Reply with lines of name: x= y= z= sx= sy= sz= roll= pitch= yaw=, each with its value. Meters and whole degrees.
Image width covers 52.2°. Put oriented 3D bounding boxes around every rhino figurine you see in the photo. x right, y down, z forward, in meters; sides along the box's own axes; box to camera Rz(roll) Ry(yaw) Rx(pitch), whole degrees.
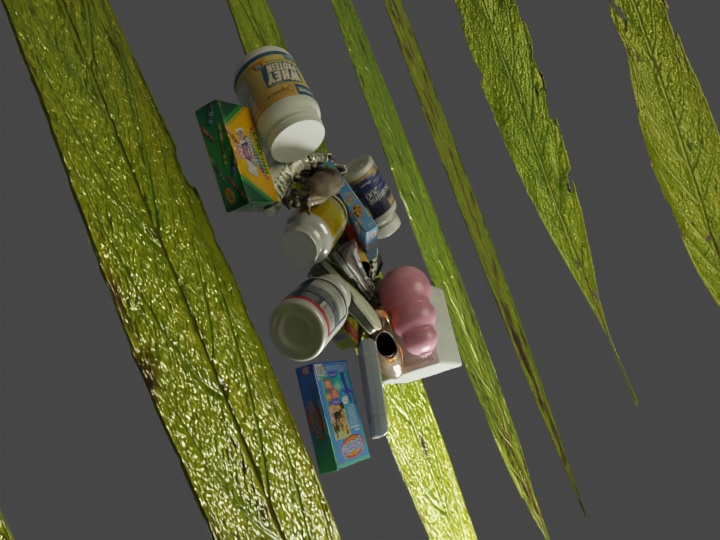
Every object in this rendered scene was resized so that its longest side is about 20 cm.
rhino figurine: x=-0.101 y=-0.165 z=1.513 sx=0.200 sy=0.085 sz=0.061 roll=-49 pitch=152 yaw=-56

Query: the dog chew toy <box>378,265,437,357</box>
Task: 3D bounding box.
dog chew toy: x=0.117 y=0.096 z=1.666 sx=0.124 sy=0.123 sz=0.204 roll=12 pitch=56 yaw=-63

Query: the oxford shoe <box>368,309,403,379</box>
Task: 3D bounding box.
oxford shoe: x=0.057 y=0.185 z=1.647 sx=0.074 sy=0.070 sz=0.203 roll=-111 pitch=179 yaw=-52

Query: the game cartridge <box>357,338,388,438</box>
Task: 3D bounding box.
game cartridge: x=0.026 y=0.254 z=1.575 sx=0.133 sy=0.040 sz=0.206 roll=90 pitch=-9 yaw=-76

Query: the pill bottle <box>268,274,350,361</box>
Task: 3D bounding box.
pill bottle: x=-0.090 y=0.082 z=1.431 sx=0.122 sy=0.117 sz=0.200 roll=66 pitch=23 yaw=-9

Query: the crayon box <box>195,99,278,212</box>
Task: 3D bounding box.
crayon box: x=-0.236 y=-0.216 z=1.414 sx=0.118 sy=0.057 sz=0.205 roll=-11 pitch=82 yaw=-67

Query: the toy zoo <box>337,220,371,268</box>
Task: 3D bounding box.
toy zoo: x=-0.030 y=-0.065 z=1.715 sx=0.203 sy=0.020 sz=0.131 roll=65 pitch=-14 yaw=-17

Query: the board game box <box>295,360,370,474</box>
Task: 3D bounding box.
board game box: x=-0.053 y=0.283 z=1.448 sx=0.151 sy=0.044 sz=0.205 roll=12 pitch=61 yaw=-65

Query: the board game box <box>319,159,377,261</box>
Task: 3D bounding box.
board game box: x=-0.027 y=-0.133 z=1.686 sx=0.202 sy=0.036 sz=0.152 roll=57 pitch=-13 yaw=21

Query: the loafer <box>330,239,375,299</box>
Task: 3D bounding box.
loafer: x=0.000 y=0.000 z=1.603 sx=0.072 sy=0.063 sz=0.200 roll=50 pitch=0 yaw=34

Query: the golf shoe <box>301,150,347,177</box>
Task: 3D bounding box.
golf shoe: x=-0.110 y=-0.256 z=1.702 sx=0.199 sy=0.086 sz=0.079 roll=26 pitch=50 yaw=-58

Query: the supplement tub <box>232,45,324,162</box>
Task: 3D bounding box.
supplement tub: x=-0.167 y=-0.339 z=1.509 sx=0.144 sy=0.144 sz=0.203 roll=21 pitch=37 yaw=-61

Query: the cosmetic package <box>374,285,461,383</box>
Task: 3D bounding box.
cosmetic package: x=0.129 y=0.157 z=1.811 sx=0.165 sy=0.164 sz=0.205 roll=17 pitch=56 yaw=-62

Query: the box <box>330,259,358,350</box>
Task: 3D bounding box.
box: x=-0.040 y=0.070 z=1.641 sx=0.075 sy=0.049 sz=0.204 roll=50 pitch=31 yaw=-43

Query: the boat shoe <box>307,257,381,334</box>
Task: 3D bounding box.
boat shoe: x=-0.034 y=0.061 z=1.558 sx=0.202 sy=0.060 sz=0.072 roll=49 pitch=10 yaw=14

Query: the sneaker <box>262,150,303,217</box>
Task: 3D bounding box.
sneaker: x=-0.165 y=-0.199 z=1.532 sx=0.073 sy=0.083 sz=0.203 roll=52 pitch=30 yaw=-39

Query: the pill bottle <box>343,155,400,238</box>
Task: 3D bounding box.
pill bottle: x=0.027 y=-0.188 z=1.926 sx=0.202 sy=0.109 sz=0.112 roll=58 pitch=25 yaw=-26

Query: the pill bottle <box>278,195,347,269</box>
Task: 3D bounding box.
pill bottle: x=-0.101 y=-0.083 z=1.546 sx=0.114 sy=0.110 sz=0.201 roll=63 pitch=23 yaw=-16

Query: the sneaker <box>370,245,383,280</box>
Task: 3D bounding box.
sneaker: x=0.023 y=-0.008 z=1.830 sx=0.091 sy=0.065 sz=0.203 roll=47 pitch=30 yaw=-40

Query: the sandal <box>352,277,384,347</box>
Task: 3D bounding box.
sandal: x=0.026 y=0.102 z=1.703 sx=0.202 sy=0.053 sz=0.083 roll=-67 pitch=173 yaw=-49
